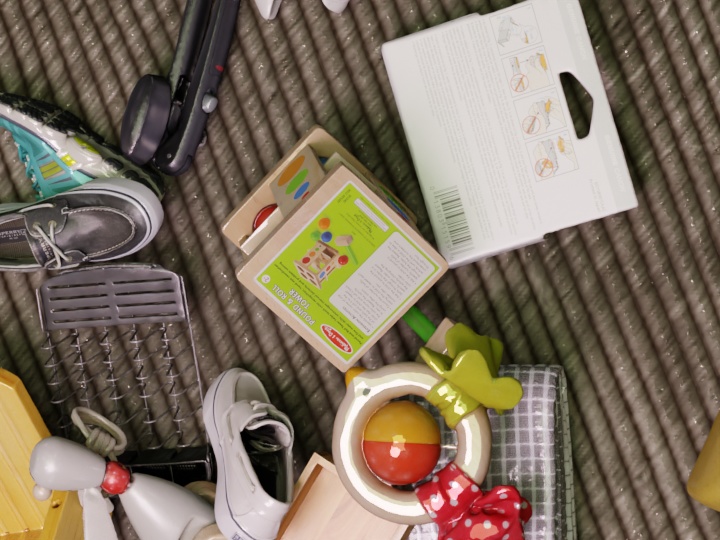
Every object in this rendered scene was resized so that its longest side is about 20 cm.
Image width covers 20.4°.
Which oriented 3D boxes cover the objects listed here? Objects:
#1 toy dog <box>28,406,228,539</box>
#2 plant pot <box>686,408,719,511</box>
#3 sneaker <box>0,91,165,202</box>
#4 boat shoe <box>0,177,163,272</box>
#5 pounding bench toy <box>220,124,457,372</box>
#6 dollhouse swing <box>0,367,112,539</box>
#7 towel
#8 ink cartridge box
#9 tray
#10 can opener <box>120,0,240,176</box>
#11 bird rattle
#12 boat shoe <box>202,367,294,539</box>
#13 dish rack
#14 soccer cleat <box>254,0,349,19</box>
[{"bbox_3d":[-0.190,0.211,1.663,0.199,0.132,0.097,31,103,-2],"label":"toy dog"},{"bbox_3d":[0.375,0.132,1.562,0.193,0.200,0.196,23,93,11],"label":"plant pot"},{"bbox_3d":[-0.269,-0.093,1.765,0.200,0.077,0.080,36,105,10],"label":"sneaker"},{"bbox_3d":[-0.261,-0.027,1.722,0.199,0.071,0.072,-11,112,30],"label":"boat shoe"},{"bbox_3d":[0.000,0.000,1.675,0.200,0.156,0.124,42,97,-19],"label":"pounding bench toy"},{"bbox_3d":[-0.345,0.208,1.694,0.199,0.176,0.182,-11,44,24],"label":"dollhouse swing"},{"bbox_3d":[0.094,0.179,1.677,0.165,0.086,0.201,-3,89,12],"label":"towel"},{"bbox_3d":[0.127,-0.121,1.697,0.173,0.044,0.201,-17,85,10],"label":"ink cartridge box"},{"bbox_3d":[-0.044,0.261,1.656,0.098,0.037,0.201,32,96,14],"label":"tray"},{"bbox_3d":[-0.144,-0.178,1.746,0.063,0.079,0.201,20,84,19],"label":"can opener"},{"bbox_3d":[0.059,0.144,1.599,0.162,0.113,0.201,3,100,12],"label":"bird rattle"},{"bbox_3d":[-0.087,0.143,1.669,0.072,0.200,0.066,29,120,-21],"label":"boat shoe"},{"bbox_3d":[-0.208,0.094,1.737,0.153,0.055,0.201,-5,104,12],"label":"dish rack"},{"bbox_3d":[-0.005,-0.267,1.719,0.199,0.069,0.086,-9,96,14],"label":"soccer cleat"}]
